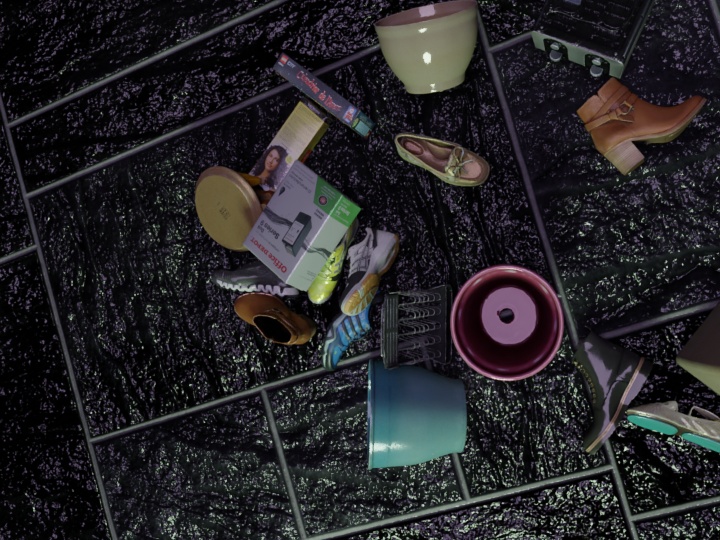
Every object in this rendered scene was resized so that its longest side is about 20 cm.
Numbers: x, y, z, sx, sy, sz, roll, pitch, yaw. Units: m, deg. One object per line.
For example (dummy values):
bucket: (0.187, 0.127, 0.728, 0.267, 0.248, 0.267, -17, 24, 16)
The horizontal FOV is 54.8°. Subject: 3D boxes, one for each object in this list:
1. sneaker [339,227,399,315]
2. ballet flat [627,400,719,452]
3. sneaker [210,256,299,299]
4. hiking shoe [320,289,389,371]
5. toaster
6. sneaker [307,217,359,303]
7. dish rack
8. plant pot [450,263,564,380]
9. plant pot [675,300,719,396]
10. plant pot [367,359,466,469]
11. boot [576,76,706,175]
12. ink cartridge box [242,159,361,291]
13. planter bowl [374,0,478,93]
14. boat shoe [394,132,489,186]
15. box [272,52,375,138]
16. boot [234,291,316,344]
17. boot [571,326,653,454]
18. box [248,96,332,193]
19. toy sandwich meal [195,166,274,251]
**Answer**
sneaker: (0.000, 0.000, 1.376, 0.086, 0.077, 0.202, 22, 57, 19)
ballet flat: (0.587, 0.274, 1.272, 0.195, 0.068, 0.064, 19, 66, 10)
sneaker: (-0.219, 0.001, 1.463, 0.194, 0.066, 0.093, 7, 97, 10)
hiking shoe: (-0.017, 0.119, 1.409, 0.085, 0.074, 0.205, 24, 97, 13)
toaster: (0.423, -0.469, 1.249, 0.177, 0.118, 0.204, 25, 92, 17)
sneaker: (-0.068, -0.031, 1.418, 0.074, 0.076, 0.205, 20, 95, 13)
dish rack: (0.107, 0.108, 1.320, 0.053, 0.198, 0.159, 0, 92, 37)
plant pot: (0.272, 0.088, 1.280, 0.194, 0.179, 0.207, 0, 91, 15)
plant pot: (0.691, 0.148, 1.174, 0.199, 0.177, 0.202, 38, 100, 11)
plant pot: (0.106, 0.274, 1.330, 0.182, 0.200, 0.207, 0, 91, -1)
boot: (0.510, -0.294, 1.269, 0.198, 0.074, 0.157, -36, 76, 7)
ink cartridge box: (-0.116, -0.086, 1.358, 0.145, 0.084, 0.202, 37, 96, 29)
planter bowl: (0.132, -0.418, 1.315, 0.194, 0.202, 0.138, -5, 117, 14)
boat shoe: (0.158, -0.218, 1.363, 0.195, 0.063, 0.075, 19, 95, 13)
box: (-0.069, -0.345, 1.382, 0.198, 0.136, 0.038, 39, 100, 11)
boot: (-0.194, 0.102, 1.413, 0.196, 0.155, 0.078, 26, 97, 12)
boot: (0.435, 0.224, 1.303, 0.137, 0.077, 0.203, 32, 88, 17)
box: (-0.146, -0.255, 1.448, 0.075, 0.050, 0.202, 38, 99, 10)
toy sandwich meal: (-0.259, -0.133, 1.456, 0.201, 0.070, 0.210, 16, 123, 26)
